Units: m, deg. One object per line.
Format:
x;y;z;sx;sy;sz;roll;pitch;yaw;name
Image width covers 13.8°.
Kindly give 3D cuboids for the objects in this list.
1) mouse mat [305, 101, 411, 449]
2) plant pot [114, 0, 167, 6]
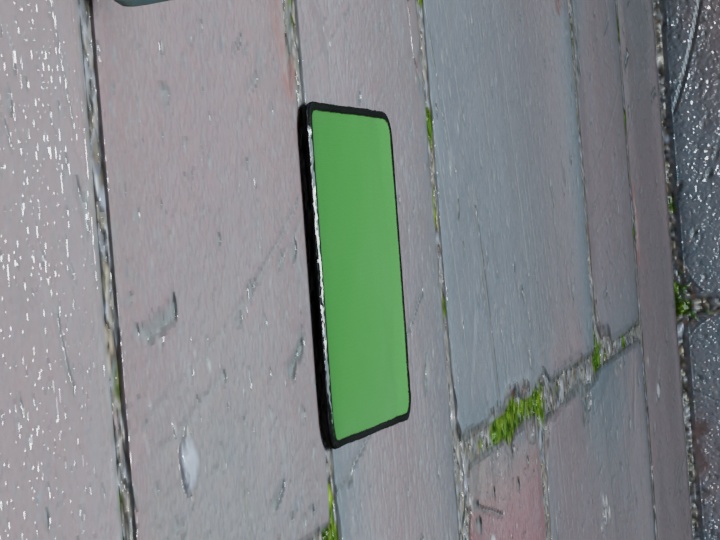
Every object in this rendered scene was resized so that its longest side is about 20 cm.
0.000;0.000;1.451;0.200;0.008;0.161;-7;93;-79;mouse mat
-0.023;-0.239;0.997;0.196;0.196;0.200;65;15;-59;plant pot
